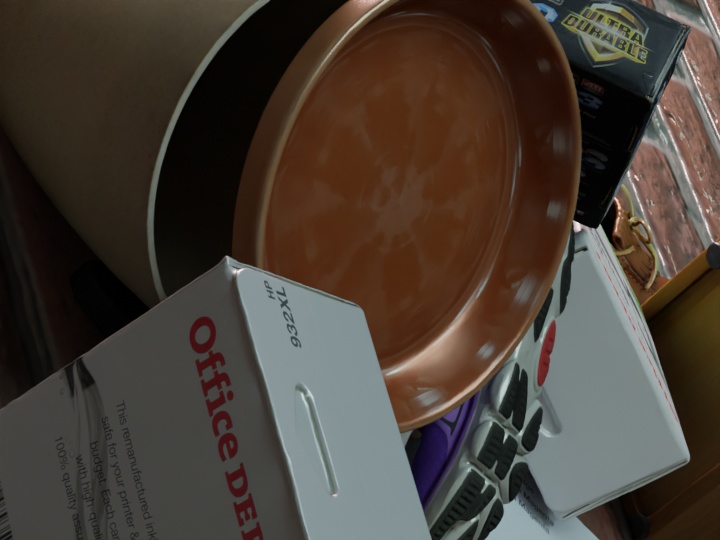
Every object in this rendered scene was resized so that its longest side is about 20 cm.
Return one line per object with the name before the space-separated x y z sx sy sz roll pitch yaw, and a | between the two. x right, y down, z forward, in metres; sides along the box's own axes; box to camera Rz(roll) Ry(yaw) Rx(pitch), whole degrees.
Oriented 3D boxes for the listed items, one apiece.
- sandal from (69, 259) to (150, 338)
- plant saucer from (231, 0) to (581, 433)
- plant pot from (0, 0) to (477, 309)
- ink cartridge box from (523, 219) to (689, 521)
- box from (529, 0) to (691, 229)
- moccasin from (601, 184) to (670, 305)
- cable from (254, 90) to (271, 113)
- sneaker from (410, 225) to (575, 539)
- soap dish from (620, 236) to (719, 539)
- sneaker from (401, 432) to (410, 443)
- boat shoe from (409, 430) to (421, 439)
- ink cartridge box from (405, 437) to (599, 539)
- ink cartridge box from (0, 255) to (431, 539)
sandal | -0.067 0.076 1.143 0.200 0.045 0.075 43 7 -10
plant saucer | 0.019 -0.030 1.051 0.200 0.032 0.201 -19 118 -41
plant pot | -0.082 -0.079 1.110 0.200 0.188 0.187 29 5 40
ink cartridge box | 0.107 0.021 1.373 0.146 0.084 0.200 62 9 -23
box | 0.048 -0.107 1.194 0.199 0.050 0.199 25 -17 6
moccasin | 0.145 -0.022 1.560 0.201 0.078 0.074 32 6 -34
cable | -0.055 -0.099 1.271 0.097 0.050 0.200 40 9 -46
sneaker | 0.048 0.048 1.225 0.081 0.083 0.201 52 50 -62
soap dish | 0.219 0.073 1.480 0.081 0.200 0.158 0 60 -33
sneaker | -0.011 0.021 1.196 0.081 0.083 0.200 39 8 -39
boat shoe | 0.000 0.000 1.312 0.072 0.072 0.201 51 31 -60
ink cartridge box | 0.087 0.154 1.326 0.196 0.043 0.200 45 31 -23
ink cartridge box | -0.077 0.111 0.913 0.084 0.200 0.145 19 46 -50
